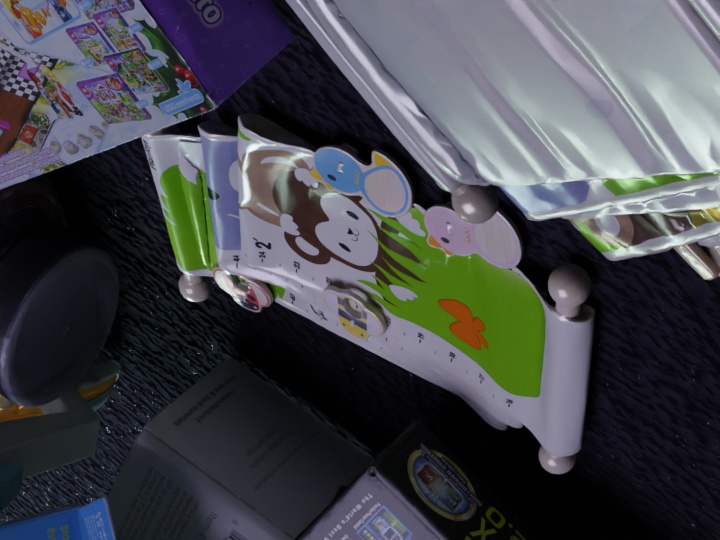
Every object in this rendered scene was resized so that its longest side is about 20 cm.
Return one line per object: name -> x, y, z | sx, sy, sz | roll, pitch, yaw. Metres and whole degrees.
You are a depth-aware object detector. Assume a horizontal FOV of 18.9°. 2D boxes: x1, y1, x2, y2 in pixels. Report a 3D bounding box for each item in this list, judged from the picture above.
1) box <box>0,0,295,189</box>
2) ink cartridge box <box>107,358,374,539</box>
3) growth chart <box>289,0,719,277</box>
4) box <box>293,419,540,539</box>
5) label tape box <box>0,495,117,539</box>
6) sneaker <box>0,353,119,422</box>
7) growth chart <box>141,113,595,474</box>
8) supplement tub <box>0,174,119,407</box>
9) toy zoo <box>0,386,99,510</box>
box -> -0.115, -0.101, 0.699 | 0.137, 0.039, 0.200 | 53, 154, -14
ink cartridge box -> -0.021, 0.159, 0.911 | 0.199, 0.086, 0.147 | 34, 122, 9
growth chart -> 0.058, -0.048, 0.566 | 0.199, 0.018, 0.145 | 5, 139, 53
box -> 0.013, 0.177, 0.826 | 0.160, 0.044, 0.200 | 45, 123, 4
label tape box -> -0.144, 0.176, 0.867 | 0.200, 0.066, 0.144 | -28, 74, 63
sneaker -> -0.193, 0.077, 0.969 | 0.078, 0.199, 0.078 | 31, 125, 35
growth chart -> 0.000, 0.000, 0.758 | 0.199, 0.018, 0.145 | 25, 152, 27
supplement tub -> -0.196, -0.018, 0.901 | 0.199, 0.107, 0.107 | 27, 154, 24
toy zoo -> -0.198, 0.044, 0.924 | 0.200, 0.130, 0.021 | 45, 133, 46
